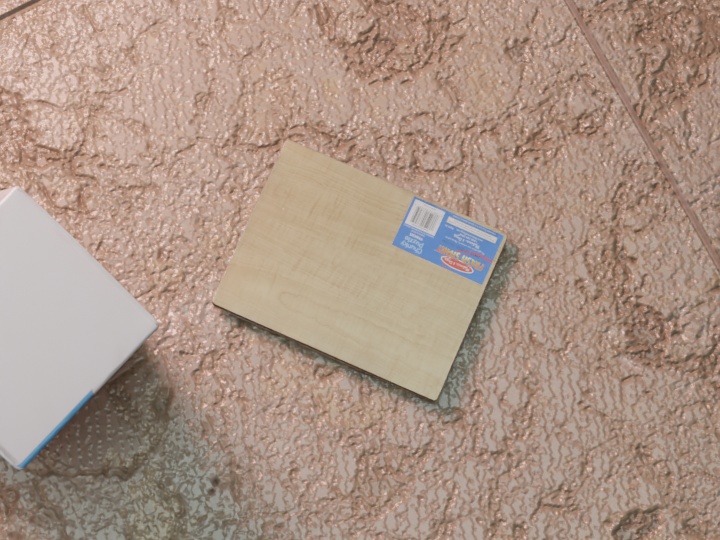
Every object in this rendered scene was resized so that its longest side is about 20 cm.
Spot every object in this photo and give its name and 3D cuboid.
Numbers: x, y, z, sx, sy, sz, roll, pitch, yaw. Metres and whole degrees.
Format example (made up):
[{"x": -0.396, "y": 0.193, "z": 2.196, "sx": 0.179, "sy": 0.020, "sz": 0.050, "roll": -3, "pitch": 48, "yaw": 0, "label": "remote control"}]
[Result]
[{"x": -0.262, "y": 0.038, "z": 1.444, "sx": 0.146, "sy": 0.200, "sz": 0.147, "roll": 45, "pitch": 81, "yaw": -11, "label": "ink cartridge box"}, {"x": 0.000, "y": 0.000, "z": 1.559, "sx": 0.199, "sy": 0.017, "sz": 0.151, "roll": 23, "pitch": 77, "yaw": 5, "label": "puzzle board"}]
